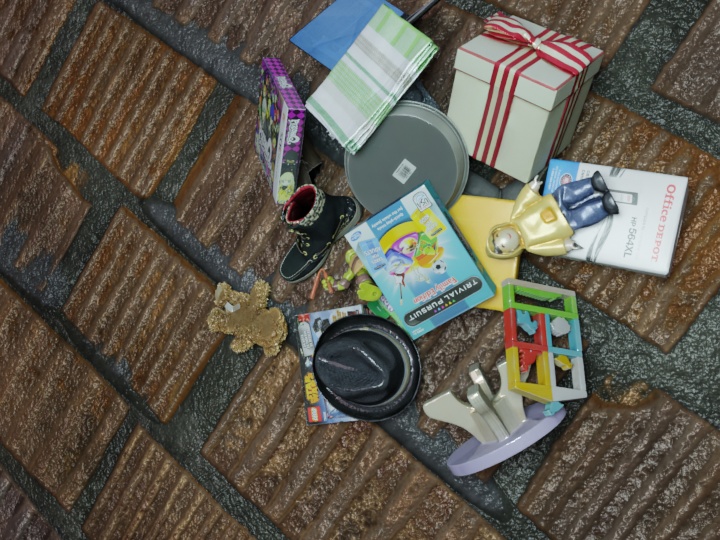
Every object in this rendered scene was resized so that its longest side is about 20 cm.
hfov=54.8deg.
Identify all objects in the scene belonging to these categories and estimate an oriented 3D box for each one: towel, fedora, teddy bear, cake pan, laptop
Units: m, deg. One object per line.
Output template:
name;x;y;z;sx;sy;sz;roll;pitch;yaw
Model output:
towel;0.008;-0.292;1.046;0.200;0.031;0.149;-50;54;15
fedora;-0.004;0.163;1.158;0.199;0.092;0.202;-2;86;23
teddy bear;-0.213;0.091;1.324;0.199;0.067;0.146;-3;76;30
cake pan;0.068;-0.160;1.081;0.199;0.037;0.201;5;114;11
laptop;0.007;-0.432;1.190;0.187;0.200;0.116;-46;106;-17

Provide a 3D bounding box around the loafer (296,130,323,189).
loafer;-0.102;-0.200;1.294;0.071;0.073;0.201;-6;86;11

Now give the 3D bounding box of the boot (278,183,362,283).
boot;-0.104;-0.066;1.228;0.204;0.154;0.074;-46;66;15

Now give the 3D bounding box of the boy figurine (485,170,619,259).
boy figurine;0.270;-0.078;1.024;0.199;0.064;0.125;-24;84;19

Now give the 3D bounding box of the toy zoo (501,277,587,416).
toy zoo;0.276;0.117;1.043;0.020;0.130;0.201;140;137;-58

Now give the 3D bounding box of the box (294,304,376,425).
box;-0.041;0.170;1.246;0.136;0.040;0.201;-10;82;22

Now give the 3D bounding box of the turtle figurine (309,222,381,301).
turtle figurine;0.000;0.000;1.206;0.200;0.064;0.161;-46;25;1

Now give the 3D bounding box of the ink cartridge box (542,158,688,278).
ink cartridge box;0.379;-0.080;1.055;0.199;0.084;0.147;12;91;25

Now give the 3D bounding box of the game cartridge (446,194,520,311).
game cartridge;0.159;-0.034;1.123;0.199;0.032;0.177;9;95;22

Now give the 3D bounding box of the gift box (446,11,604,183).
gift box;0.245;-0.281;1.058;0.184;0.200;0.187;28;139;20

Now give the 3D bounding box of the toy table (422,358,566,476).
toy table;0.200;0.216;1.071;0.199;0.184;0.118;-31;90;0

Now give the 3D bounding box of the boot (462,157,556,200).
boot;0.201;-0.148;1.156;0.200;0.072;0.182;36;99;29

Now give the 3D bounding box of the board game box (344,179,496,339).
board game box;0.093;-0.015;1.078;0.151;0.047;0.201;-31;97;21

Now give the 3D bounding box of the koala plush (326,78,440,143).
koala plush;0.035;-0.270;1.160;0.177;0.200;0.184;-43;71;15

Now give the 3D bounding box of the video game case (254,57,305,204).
video game case;-0.144;-0.245;1.212;0.200;0.036;0.182;-115;30;-45

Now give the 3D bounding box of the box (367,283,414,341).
box;0.103;0.024;1.191;0.117;0.048;0.200;45;105;20
